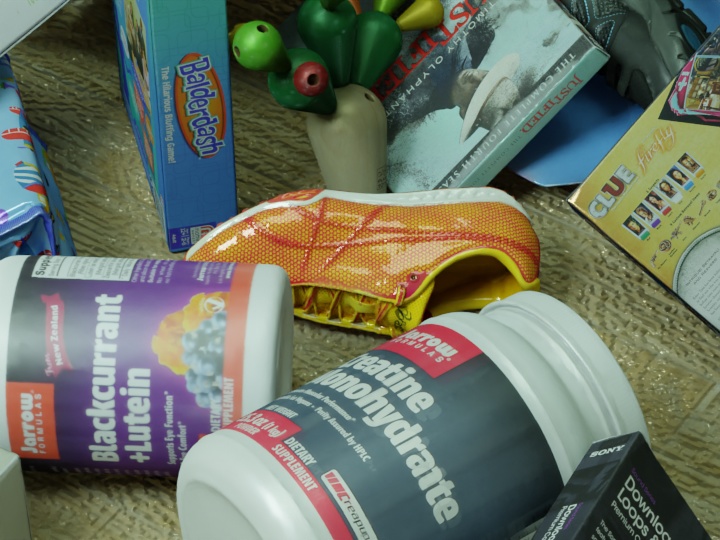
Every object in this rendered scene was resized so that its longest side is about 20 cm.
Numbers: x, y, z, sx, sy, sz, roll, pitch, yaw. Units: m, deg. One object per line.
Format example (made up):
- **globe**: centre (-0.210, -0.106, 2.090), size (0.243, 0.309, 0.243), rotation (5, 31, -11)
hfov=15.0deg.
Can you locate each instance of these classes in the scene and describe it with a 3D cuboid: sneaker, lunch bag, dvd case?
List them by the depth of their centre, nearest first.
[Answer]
- **sneaker**: centre (0.000, 0.000, 1.477), size (0.200, 0.073, 0.077), rotation (-7, 53, -2)
- **lunch bag**: centre (-0.265, -0.016, 1.502), size (0.200, 0.094, 0.151), rotation (-20, 44, -2)
- **sneaker**: centre (0.154, -0.131, 1.570), size (0.082, 0.073, 0.200), rotation (-35, 58, 20)
- **dvd case**: centre (0.043, -0.131, 1.589), size (0.146, 0.022, 0.200), rotation (-45, 49, 11)

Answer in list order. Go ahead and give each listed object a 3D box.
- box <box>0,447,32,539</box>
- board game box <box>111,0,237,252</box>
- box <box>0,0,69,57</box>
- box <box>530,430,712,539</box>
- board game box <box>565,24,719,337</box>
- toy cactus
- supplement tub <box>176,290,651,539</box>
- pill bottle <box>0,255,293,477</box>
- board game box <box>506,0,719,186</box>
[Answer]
- **box**: centre (-0.271, 0.112, 1.357), size (0.200, 0.078, 0.095), rotation (19, 46, 20)
- **board game box**: centre (-0.108, -0.135, 1.527), size (0.045, 0.200, 0.152), rotation (-11, 45, -10)
- **box**: centre (-0.259, -0.129, 1.559), size (0.200, 0.036, 0.144), rotation (-15, 22, 39)
- **box**: centre (0.111, 0.190, 1.226), size (0.036, 0.143, 0.200), rotation (-14, 28, 45)
- **board game box**: centre (0.227, -0.068, 1.466), size (0.135, 0.035, 0.200), rotation (42, 91, 16)
- **toy cactus**: centre (-0.005, -0.119, 1.525), size (0.102, 0.165, 0.200), rotation (-5, 16, 17)
- **supplement tub**: centre (0.026, 0.106, 1.310), size (0.200, 0.140, 0.140), rotation (-27, 49, -25)
- **pill bottle**: centre (-0.138, 0.049, 1.396), size (0.200, 0.112, 0.112), rotation (2, 43, 4)
- **board game box**: centre (0.155, -0.101, 1.605), size (0.200, 0.039, 0.158), rotation (-7, 50, -2)
